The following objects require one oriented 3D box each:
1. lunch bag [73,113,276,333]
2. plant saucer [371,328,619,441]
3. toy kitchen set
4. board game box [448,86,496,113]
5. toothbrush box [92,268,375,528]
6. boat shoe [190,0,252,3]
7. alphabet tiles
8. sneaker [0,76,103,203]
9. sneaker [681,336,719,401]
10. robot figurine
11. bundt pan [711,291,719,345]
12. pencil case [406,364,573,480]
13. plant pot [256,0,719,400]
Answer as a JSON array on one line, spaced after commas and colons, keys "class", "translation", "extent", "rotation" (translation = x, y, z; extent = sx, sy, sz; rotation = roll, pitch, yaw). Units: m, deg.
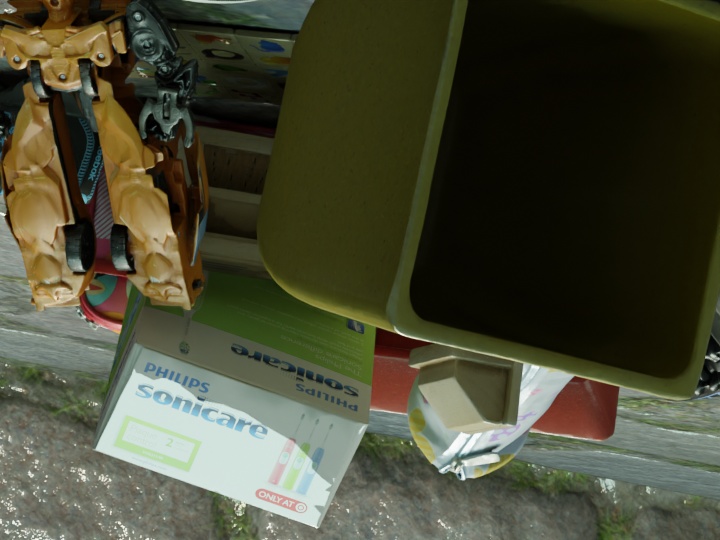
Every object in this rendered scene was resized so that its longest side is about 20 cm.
[{"class": "lunch bag", "translation": [-0.093, -0.009, 1.751], "extent": [0.199, 0.177, 0.082], "rotation": [10, 174, -8]}, {"class": "plant saucer", "translation": [0.087, 0.017, 1.819], "extent": [0.199, 0.200, 0.037], "rotation": [8, 140, 5]}, {"class": "toy kitchen set", "translation": [0.000, 0.000, 1.505], "extent": [0.180, 0.164, 0.200], "rotation": [9, 170, -19]}, {"class": "board game box", "translation": [0.079, -0.091, 1.516], "extent": [0.199, 0.034, 0.134], "rotation": [3, 170, 17]}, {"class": "toothbrush box", "translation": [-0.071, 0.047, 1.607], "extent": [0.145, 0.086, 0.200], "rotation": [20, -152, -9]}, {"class": "boat shoe", "translation": [-0.084, -0.162, 1.113], "extent": [0.200, 0.076, 0.060], "rotation": [16, 174, -44]}, {"class": "alphabet tiles", "translation": [-0.059, -0.121, 1.573], "extent": [0.199, 0.006, 0.166], "rotation": [7, 170, 11]}, {"class": "sneaker", "translation": [-0.239, -0.084, 1.726], "extent": [0.073, 0.082, 0.200], "rotation": [14, 171, -42]}, {"class": "sneaker", "translation": [0.227, 0.051, 1.603], "extent": [0.078, 0.070, 0.200], "rotation": [-31, -164, -21]}, {"class": "robot figurine", "translation": [-0.151, -0.073, 1.473], "extent": [0.145, 0.201, 0.058], "rotation": [0, -152, 13]}, {"class": "bundt pan", "translation": [0.256, -0.023, 1.388], "extent": [0.202, 0.202, 0.076], "rotation": [17, -159, -43]}, {"class": "pencil case", "translation": [0.092, 0.056, 1.639], "extent": [0.083, 0.091, 0.200], "rotation": [34, 148, 2]}, {"class": "plant pot", "translation": [0.054, -0.053, 1.336], "extent": [0.194, 0.196, 0.200], "rotation": [14, 175, -34]}]
